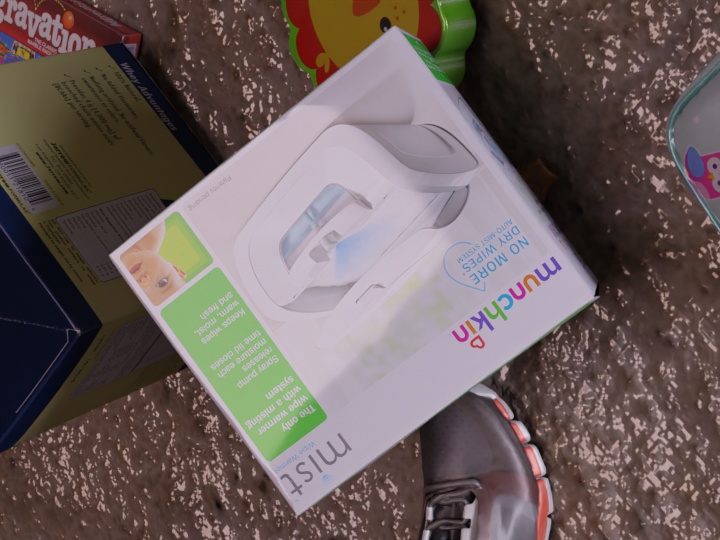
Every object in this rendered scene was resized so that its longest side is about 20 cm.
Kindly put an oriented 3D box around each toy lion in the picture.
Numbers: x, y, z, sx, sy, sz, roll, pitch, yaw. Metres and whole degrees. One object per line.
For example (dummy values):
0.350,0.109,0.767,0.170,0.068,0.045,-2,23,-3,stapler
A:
0.008,-0.196,0.921,0.192,0.068,0.201,-43,70,46,toy lion

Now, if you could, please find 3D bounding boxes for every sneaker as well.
0.066,0.164,0.920,0.077,0.082,0.201,-15,89,42,sneaker

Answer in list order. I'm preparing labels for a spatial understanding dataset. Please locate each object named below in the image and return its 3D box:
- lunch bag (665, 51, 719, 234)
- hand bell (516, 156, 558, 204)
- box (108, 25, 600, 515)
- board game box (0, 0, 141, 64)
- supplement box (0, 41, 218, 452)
0.248,-0.076,0.719,0.200,0.077,0.161,-45,68,37,lunch bag
0.043,0.005,0.924,0.200,0.104,0.104,-46,68,23,hand bell
0.000,0.000,0.851,0.200,0.097,0.177,-36,87,11,box
-0.244,-0.164,1.168,0.199,0.019,0.104,31,117,33,board game box
-0.197,-0.022,1.021,0.200,0.199,0.134,52,126,12,supplement box
